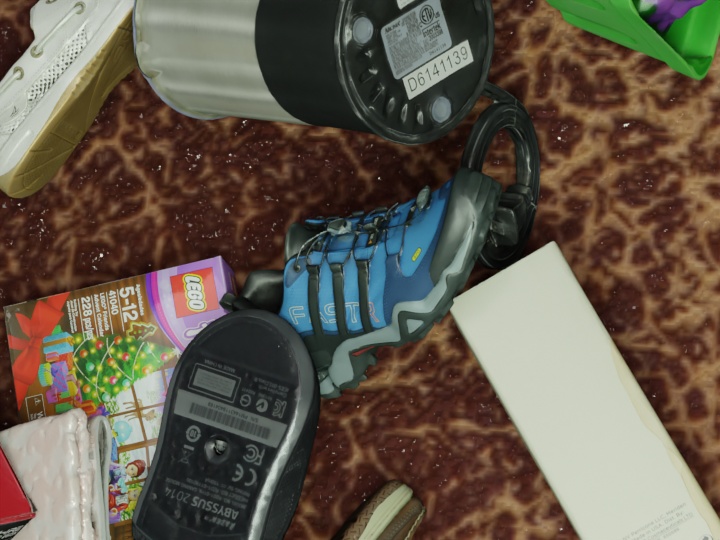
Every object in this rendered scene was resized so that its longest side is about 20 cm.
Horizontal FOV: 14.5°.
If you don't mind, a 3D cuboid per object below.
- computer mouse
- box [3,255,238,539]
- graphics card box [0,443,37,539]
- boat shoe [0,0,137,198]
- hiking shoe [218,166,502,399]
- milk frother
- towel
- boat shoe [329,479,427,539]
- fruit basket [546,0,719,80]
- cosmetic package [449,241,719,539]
[{"bbox_3d":[-0.081,0.119,1.584,0.138,0.053,0.201,22,89,24],"label":"computer mouse"},{"bbox_3d":[-0.126,0.103,1.643,0.136,0.039,0.201,-13,73,7],"label":"box"},{"bbox_3d":[-0.276,0.141,1.605,0.200,0.051,0.126,-44,67,37],"label":"graphics card box"},{"bbox_3d":[-0.171,-0.141,1.703,0.069,0.071,0.200,38,86,17],"label":"boat shoe"},{"bbox_3d":[0.000,0.000,1.562,0.087,0.200,0.075,33,44,-13],"label":"hiking shoe"},{"bbox_3d":[-0.003,-0.101,1.632,0.188,0.180,0.201,10,108,49],"label":"milk frother"},{"bbox_3d":[-0.201,0.191,1.588,0.191,0.032,0.201,-21,66,46],"label":"towel"},{"bbox_3d":[-0.015,0.215,1.581,0.075,0.075,0.203,35,86,-1],"label":"boat shoe"},{"bbox_3d":[0.205,-0.223,1.602,0.215,0.155,0.216,-9,68,24],"label":"fruit basket"},{"bbox_3d":[0.131,0.095,1.560,0.073,0.104,0.200,-29,73,1],"label":"cosmetic package"}]
